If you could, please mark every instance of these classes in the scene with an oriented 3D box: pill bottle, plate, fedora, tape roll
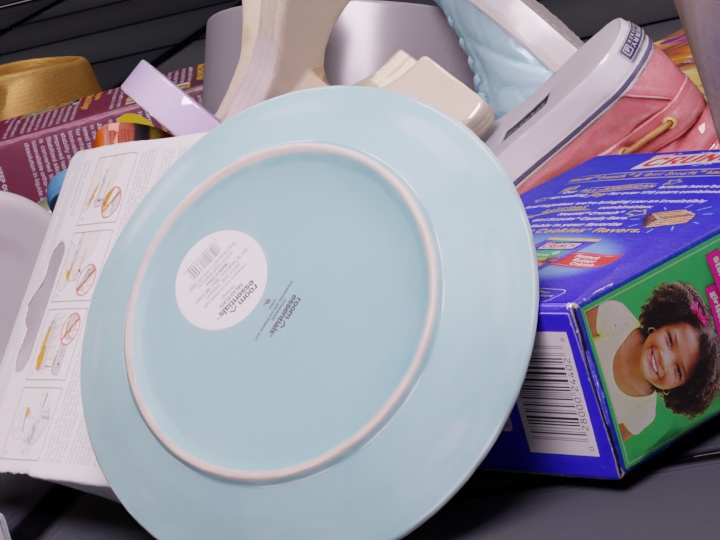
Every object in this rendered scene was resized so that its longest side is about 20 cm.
[{"bbox_3d":[-0.234,0.013,1.368,0.119,0.120,0.200,-22,15,-27],"label":"pill bottle"},{"bbox_3d":[-0.027,0.018,0.991,0.199,0.201,0.026,-9,-22,24],"label":"plate"},{"bbox_3d":[-0.267,-0.123,2.049,0.199,0.082,0.201,-15,12,3],"label":"fedora"},{"bbox_3d":[0.004,-0.112,1.557,0.199,0.067,0.200,4,-5,0],"label":"tape roll"}]

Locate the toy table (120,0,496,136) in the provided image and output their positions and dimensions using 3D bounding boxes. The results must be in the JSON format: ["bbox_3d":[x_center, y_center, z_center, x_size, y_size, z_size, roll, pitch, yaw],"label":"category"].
[{"bbox_3d":[-0.027,-0.089,1.368,0.117,0.184,0.200,-50,-22,0],"label":"toy table"}]

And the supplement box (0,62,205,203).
[{"bbox_3d":[-0.169,-0.069,1.708,0.199,0.086,0.110,-15,13,0],"label":"supplement box"}]

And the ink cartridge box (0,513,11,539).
[{"bbox_3d":[-0.223,0.139,0.906,0.145,0.084,0.199,-25,16,-35],"label":"ink cartridge box"}]

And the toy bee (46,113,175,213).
[{"bbox_3d":[-0.122,-0.021,1.414,0.108,0.132,0.200,6,-7,-24],"label":"toy bee"}]

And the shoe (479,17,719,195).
[{"bbox_3d":[0.104,-0.040,1.329,0.200,0.091,0.072,-41,16,39],"label":"shoe"}]

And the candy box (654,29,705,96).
[{"bbox_3d":[0.231,-0.116,1.482,0.116,0.057,0.200,-3,19,43],"label":"candy box"}]

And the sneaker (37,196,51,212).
[{"bbox_3d":[-0.121,-0.044,1.585,0.199,0.067,0.090,-17,16,-3],"label":"sneaker"}]

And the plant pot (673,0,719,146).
[{"bbox_3d":[0.232,-0.129,1.184,0.199,0.178,0.200,-7,41,-1],"label":"plant pot"}]

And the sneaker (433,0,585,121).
[{"bbox_3d":[0.084,-0.103,1.414,0.074,0.082,0.200,25,17,-52],"label":"sneaker"}]

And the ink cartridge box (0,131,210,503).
[{"bbox_3d":[-0.086,0.024,1.109,0.050,0.163,0.200,25,-15,-29],"label":"ink cartridge box"}]

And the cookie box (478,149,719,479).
[{"bbox_3d":[0.104,0.013,1.075,0.199,0.076,0.171,-26,16,-37],"label":"cookie box"}]
